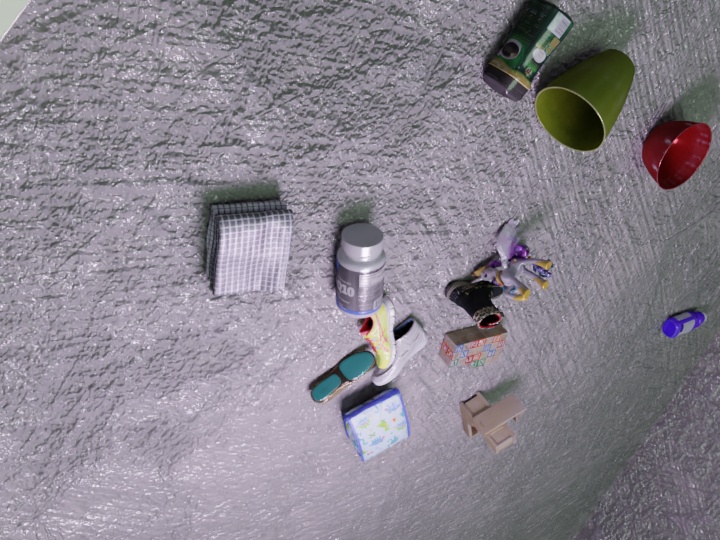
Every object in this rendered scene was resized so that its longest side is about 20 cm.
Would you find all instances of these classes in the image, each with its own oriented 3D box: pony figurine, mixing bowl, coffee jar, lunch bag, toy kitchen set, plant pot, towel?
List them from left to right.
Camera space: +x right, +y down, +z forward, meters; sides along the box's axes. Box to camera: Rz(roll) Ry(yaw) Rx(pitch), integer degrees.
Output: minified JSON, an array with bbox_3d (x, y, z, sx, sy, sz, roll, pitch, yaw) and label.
[{"bbox_3d":[-0.226,-0.039,1.356,0.164,0.086,0.201,-10,129,-28],"label":"towel"},{"bbox_3d":[0.042,0.423,1.886,0.169,0.128,0.201,-27,145,-14],"label":"lunch bag"},{"bbox_3d":[0.455,0.510,2.189,0.162,0.200,0.181,-28,135,-12],"label":"toy kitchen set"},{"bbox_3d":[0.411,-0.013,1.774,0.193,0.199,0.167,-49,132,-13],"label":"pony figurine"},{"bbox_3d":[0.350,-0.463,1.406,0.085,0.104,0.201,21,111,-40],"label":"coffee jar"},{"bbox_3d":[0.540,-0.414,1.546,0.200,0.187,0.188,-47,139,-15],"label":"plant pot"},{"bbox_3d":[0.866,-0.341,1.863,0.199,0.108,0.201,-20,134,-22],"label":"mixing bowl"}]

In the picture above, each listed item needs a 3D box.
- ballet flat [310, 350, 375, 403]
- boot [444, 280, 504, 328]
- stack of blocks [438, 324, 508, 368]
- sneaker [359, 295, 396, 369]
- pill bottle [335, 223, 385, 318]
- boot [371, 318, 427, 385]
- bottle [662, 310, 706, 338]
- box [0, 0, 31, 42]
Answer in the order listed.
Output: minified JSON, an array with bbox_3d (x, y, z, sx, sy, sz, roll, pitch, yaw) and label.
[{"bbox_3d":[-0.047,0.282,1.768,0.199,0.071,0.065,-33,164,-5],"label":"ballet flat"},{"bbox_3d":[0.346,0.091,1.810,0.202,0.154,0.074,-3,125,-33],"label":"boot"},{"bbox_3d":[0.334,0.230,1.983,0.199,0.059,0.116,-10,129,-29],"label":"stack of blocks"},{"bbox_3d":[0.038,0.164,1.710,0.090,0.078,0.202,-12,112,-20],"label":"sneaker"},{"bbox_3d":[0.000,0.000,1.525,0.113,0.114,0.201,-16,131,-24],"label":"pill bottle"},{"bbox_3d":[0.090,0.214,1.802,0.200,0.073,0.096,-45,131,-7],"label":"boot"},{"bbox_3d":[1.282,0.205,2.624,0.199,0.065,0.084,-15,135,-26],"label":"bottle"},{"bbox_3d":[-0.528,-0.339,0.908,0.200,0.082,0.068,-50,135,7],"label":"box"}]
